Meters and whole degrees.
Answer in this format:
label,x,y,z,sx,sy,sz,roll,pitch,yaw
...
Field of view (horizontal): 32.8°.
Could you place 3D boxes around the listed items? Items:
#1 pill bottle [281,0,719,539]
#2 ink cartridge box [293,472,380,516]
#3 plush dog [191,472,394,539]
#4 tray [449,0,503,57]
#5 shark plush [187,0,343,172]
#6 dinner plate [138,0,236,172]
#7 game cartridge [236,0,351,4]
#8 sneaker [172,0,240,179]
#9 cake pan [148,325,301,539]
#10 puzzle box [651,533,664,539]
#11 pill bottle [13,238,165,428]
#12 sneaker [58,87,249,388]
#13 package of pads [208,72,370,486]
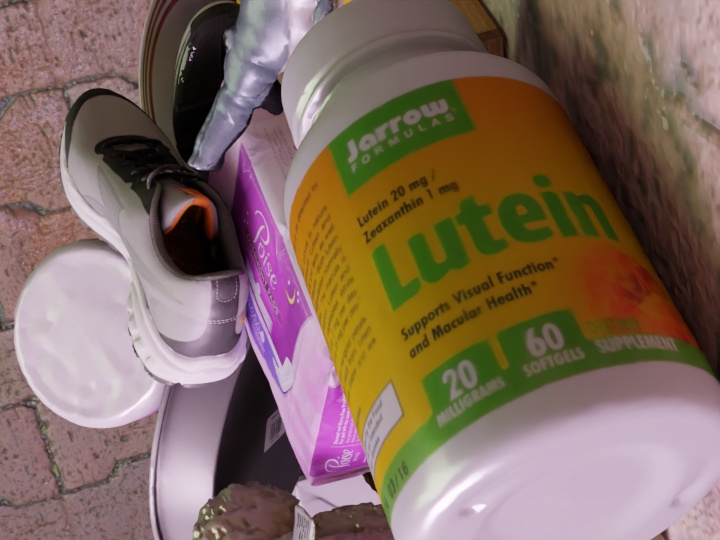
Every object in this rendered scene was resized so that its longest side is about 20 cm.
label,x,y,z,sx,sy,sz,roll,pitch,yaw
pill bottle,0.036,-0.003,0.425,0.112,0.110,0.201,86,166,-53
ink cartridge box,0.005,0.173,0.939,0.200,0.115,0.067,129,125,-81
plush dog,0.029,0.180,0.661,0.160,0.171,0.201,-35,76,41
tray,0.037,-0.051,0.599,0.099,0.037,0.201,-113,13,-45
shark plush,-0.047,-0.149,0.590,0.091,0.083,0.201,-86,14,-60
dinner plate,-0.105,-0.129,0.887,0.200,0.024,0.203,0,-90,-62
game cartridge,-0.048,-0.207,0.687,0.176,0.032,0.202,30,142,56
sneaker,-0.091,-0.117,0.777,0.201,0.075,0.116,88,162,-57
cake pan,-0.069,0.090,0.764,0.200,0.036,0.202,12,-90,-74
puzzle box,0.105,0.165,0.559,0.133,0.025,0.202,-120,17,-63
pill bottle,-0.126,0.031,0.794,0.200,0.111,0.113,-13,-92,-71
sneaker,-0.107,-0.035,0.664,0.201,0.073,0.080,58,141,33
package of pads,-0.023,-0.003,0.645,0.121,0.075,0.201,102,150,-50
